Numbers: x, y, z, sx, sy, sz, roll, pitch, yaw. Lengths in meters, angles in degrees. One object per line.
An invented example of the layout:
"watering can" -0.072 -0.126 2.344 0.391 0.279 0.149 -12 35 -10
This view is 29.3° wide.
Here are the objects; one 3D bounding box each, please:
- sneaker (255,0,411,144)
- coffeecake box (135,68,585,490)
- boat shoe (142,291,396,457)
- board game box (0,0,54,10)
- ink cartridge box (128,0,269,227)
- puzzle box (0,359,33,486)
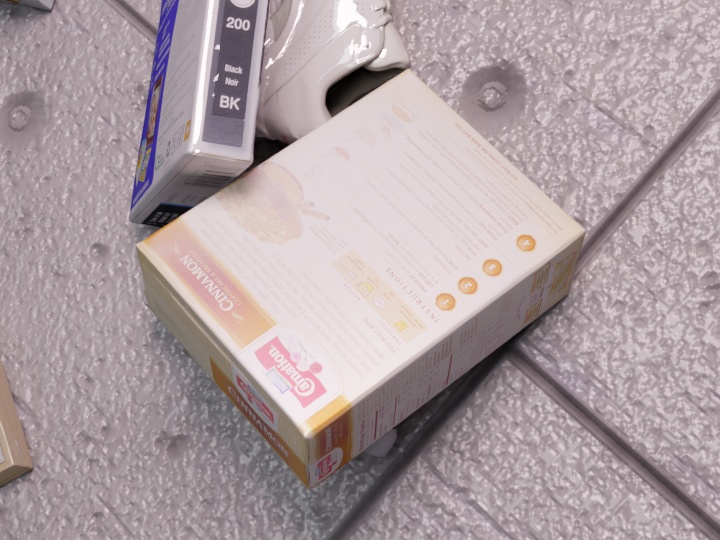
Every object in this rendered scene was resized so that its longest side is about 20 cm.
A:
"sneaker" -0.003 -0.165 0.878 0.099 0.078 0.200 23 95 18
"coffeecake box" 0.000 0.000 0.783 0.200 0.073 0.154 -35 64 -20
"boat shoe" -0.051 0.037 0.835 0.200 0.074 0.067 32 94 26
"board game box" -0.302 -0.284 1.023 0.200 0.064 0.148 12 81 23
"ink cartridge box" -0.097 -0.141 0.846 0.043 0.198 0.200 8 79 -17
"puzzle box" -0.328 0.118 0.949 0.200 0.025 0.133 -29 67 12
